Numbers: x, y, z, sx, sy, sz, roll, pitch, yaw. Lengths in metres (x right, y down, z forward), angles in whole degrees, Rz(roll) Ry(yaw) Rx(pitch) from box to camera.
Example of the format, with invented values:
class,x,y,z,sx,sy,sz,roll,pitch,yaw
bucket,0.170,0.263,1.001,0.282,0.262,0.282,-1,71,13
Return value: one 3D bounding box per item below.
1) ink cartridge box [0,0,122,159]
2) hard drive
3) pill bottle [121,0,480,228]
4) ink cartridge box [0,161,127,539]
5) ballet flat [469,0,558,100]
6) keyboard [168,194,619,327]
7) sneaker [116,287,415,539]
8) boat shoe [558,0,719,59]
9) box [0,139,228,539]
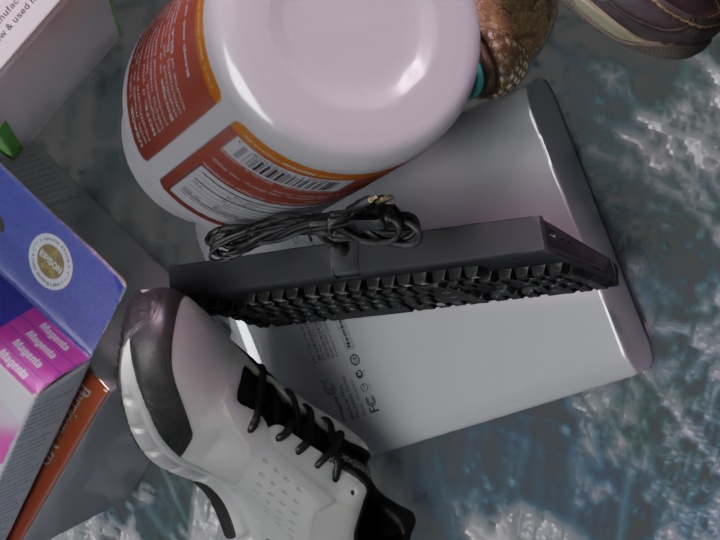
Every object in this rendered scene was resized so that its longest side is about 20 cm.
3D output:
class,x,y,z,sx,sy,sz,roll,pitch,yaw
ink cartridge box,-0.208,-0.153,0.987,0.200,0.146,0.084,40,83,3
hard drive,0.025,0.008,1.023,0.199,0.027,0.133,-20,92,38
pill bottle,-0.036,-0.078,0.937,0.113,0.112,0.200,65,158,0
ink cartridge box,-0.222,0.024,1.066,0.196,0.043,0.201,41,125,18
ballet flat,0.011,-0.162,0.954,0.200,0.065,0.070,53,156,-1
keyboard,0.000,0.000,0.949,0.199,0.127,0.021,-8,67,37
sneaker,-0.040,0.074,1.011,0.080,0.074,0.200,-10,136,26
boat shoe,0.083,-0.174,0.896,0.073,0.074,0.200,-42,81,36
box,-0.185,0.020,1.125,0.200,0.097,0.125,43,124,16
